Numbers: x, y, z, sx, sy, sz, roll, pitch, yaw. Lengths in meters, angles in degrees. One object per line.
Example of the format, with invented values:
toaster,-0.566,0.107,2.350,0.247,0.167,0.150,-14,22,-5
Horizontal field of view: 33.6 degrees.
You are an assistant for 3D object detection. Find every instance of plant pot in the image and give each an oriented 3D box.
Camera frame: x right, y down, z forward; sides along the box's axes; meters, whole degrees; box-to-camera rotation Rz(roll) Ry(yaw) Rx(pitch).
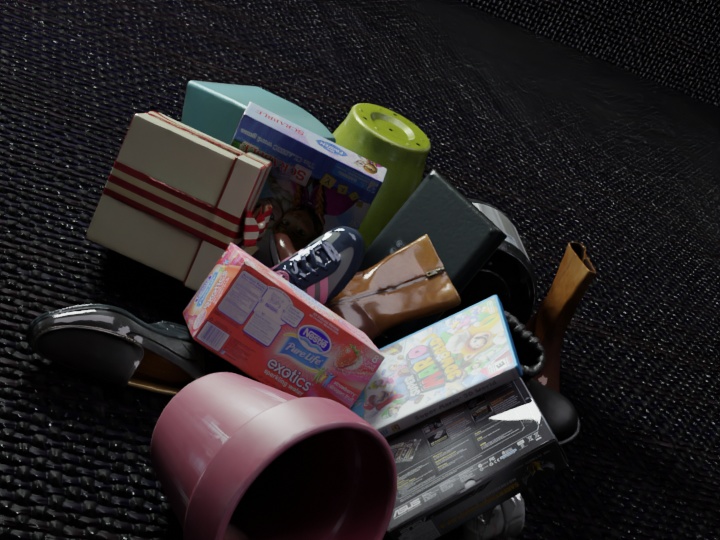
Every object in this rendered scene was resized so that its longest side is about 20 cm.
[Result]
plant pot,-0.139,-0.170,1.674,0.199,0.143,0.140,23,18,38
plant pot,0.006,-0.133,1.757,0.198,0.194,0.201,22,25,-11
plant pot,-0.095,0.188,1.088,0.198,0.202,0.178,3,20,-41

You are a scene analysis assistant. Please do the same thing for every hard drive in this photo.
hard drive,0.079,-0.014,1.553,0.140,0.201,0.033,45,11,32

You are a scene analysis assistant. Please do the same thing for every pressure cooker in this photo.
pressure cooker,0.153,-0.003,1.672,0.201,0.177,0.177,-99,164,-63

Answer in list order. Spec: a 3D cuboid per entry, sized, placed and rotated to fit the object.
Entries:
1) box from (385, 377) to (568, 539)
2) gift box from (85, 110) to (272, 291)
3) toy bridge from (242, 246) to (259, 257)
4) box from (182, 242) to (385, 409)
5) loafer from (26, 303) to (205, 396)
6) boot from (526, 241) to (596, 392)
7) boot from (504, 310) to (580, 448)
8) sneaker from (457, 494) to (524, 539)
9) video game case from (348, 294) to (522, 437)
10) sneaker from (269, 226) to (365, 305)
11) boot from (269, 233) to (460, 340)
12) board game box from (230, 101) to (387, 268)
box,0.100,0.189,1.270,0.049,0.198,0.159,59,3,-36
gift box,-0.209,-0.069,1.449,0.185,0.202,0.185,23,12,-2
toy bridge,-0.084,0.032,1.554,0.199,0.027,0.067,32,26,4
box,-0.085,0.071,1.318,0.199,0.103,0.095,34,4,-22
loafer,-0.247,0.087,1.241,0.198,0.073,0.073,10,35,-32
boot,0.273,0.084,1.615,0.068,0.201,0.189,24,25,-8
boot,0.197,0.136,1.440,0.209,0.158,0.080,19,52,-10
sneaker,0.091,0.224,1.325,0.098,0.079,0.200,-12,36,-31
video game case,0.075,0.110,1.323,0.018,0.198,0.144,58,12,-29
sneaker,-0.075,0.014,1.396,0.070,0.200,0.082,45,-9,19
boot,0.000,0.000,1.484,0.198,0.069,0.189,-26,61,-10
board game box,-0.095,-0.090,1.566,0.198,0.201,0.041,25,33,-4
